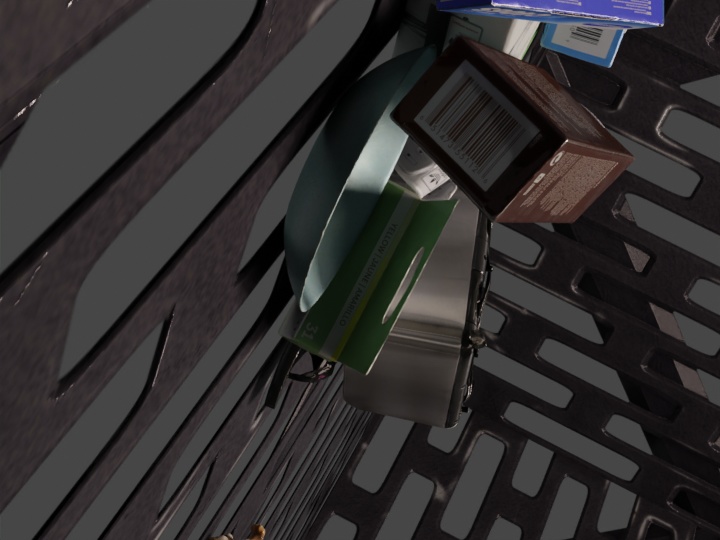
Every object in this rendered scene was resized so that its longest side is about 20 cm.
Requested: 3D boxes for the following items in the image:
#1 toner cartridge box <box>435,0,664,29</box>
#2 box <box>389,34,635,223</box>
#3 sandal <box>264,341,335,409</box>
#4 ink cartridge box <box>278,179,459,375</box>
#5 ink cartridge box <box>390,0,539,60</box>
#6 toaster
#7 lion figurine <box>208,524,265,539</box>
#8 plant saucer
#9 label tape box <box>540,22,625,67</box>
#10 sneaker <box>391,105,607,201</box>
[{"bbox_3d":[0.122,-0.203,0.862,0.200,0.043,0.095,-5,97,-49],"label":"toner cartridge box"},{"bbox_3d":[0.107,-0.089,0.928,0.075,0.100,0.200,-48,163,18],"label":"box"},{"bbox_3d":[-0.029,0.051,1.251,0.201,0.048,0.075,-59,174,-45],"label":"sandal"},{"bbox_3d":[0.000,0.000,1.054,0.146,0.048,0.200,-62,-171,-4],"label":"ink cartridge box"},{"bbox_3d":[0.092,-0.204,1.006,0.147,0.083,0.200,-59,174,-30],"label":"ink cartridge box"},{"bbox_3d":[0.055,0.022,1.241,0.200,0.118,0.181,93,5,-61],"label":"toaster"},{"bbox_3d":[-0.142,0.337,1.447,0.122,0.072,0.200,-43,165,-53],"label":"lion figurine"},{"bbox_3d":[-0.009,-0.069,0.939,0.201,0.039,0.201,-63,174,-12],"label":"plant saucer"},{"bbox_3d":[0.203,-0.275,1.127,0.200,0.066,0.143,-68,175,-55],"label":"label tape box"},{"bbox_3d":[0.101,-0.095,1.115,0.115,0.200,0.075,-55,145,-13],"label":"sneaker"}]
